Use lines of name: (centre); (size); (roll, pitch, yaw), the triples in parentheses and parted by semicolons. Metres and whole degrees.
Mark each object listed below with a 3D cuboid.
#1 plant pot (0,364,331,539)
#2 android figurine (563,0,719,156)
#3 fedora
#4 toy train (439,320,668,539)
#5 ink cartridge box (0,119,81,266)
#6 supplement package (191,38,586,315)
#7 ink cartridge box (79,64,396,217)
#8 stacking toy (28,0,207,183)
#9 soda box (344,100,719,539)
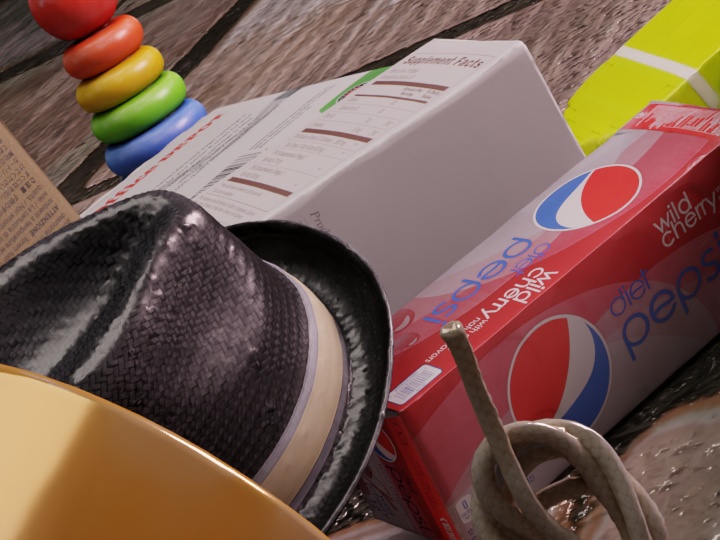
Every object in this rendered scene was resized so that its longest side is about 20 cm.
plant pot: (-0.101, 0.156, 0.590); (0.200, 0.200, 0.184); (-10, 41, 50)
android figurine: (0.171, -0.105, 1.062); (0.200, 0.041, 0.182); (-45, 15, -1)
fedora: (-0.087, 0.044, 0.781); (0.200, 0.092, 0.201); (-19, 46, 21)
toy train: (0.090, 0.071, 0.463); (0.084, 0.201, 0.116); (-18, 16, 36)
ink cartridge box: (-0.192, 0.053, 1.029); (0.075, 0.165, 0.200); (-22, 21, 45)
supplement package: (0.000, 0.000, 0.961); (0.199, 0.117, 0.117); (-34, 15, -12)
ink cartridge box: (-0.051, -0.032, 1.201); (0.147, 0.083, 0.199); (-42, 20, -32)
stacking toy: (-0.139, -0.103, 1.353); (0.085, 0.201, 0.085); (-28, 17, 9)
soda box: (0.080, 0.018, 0.849); (0.200, 0.070, 0.063); (-39, 26, -24)
